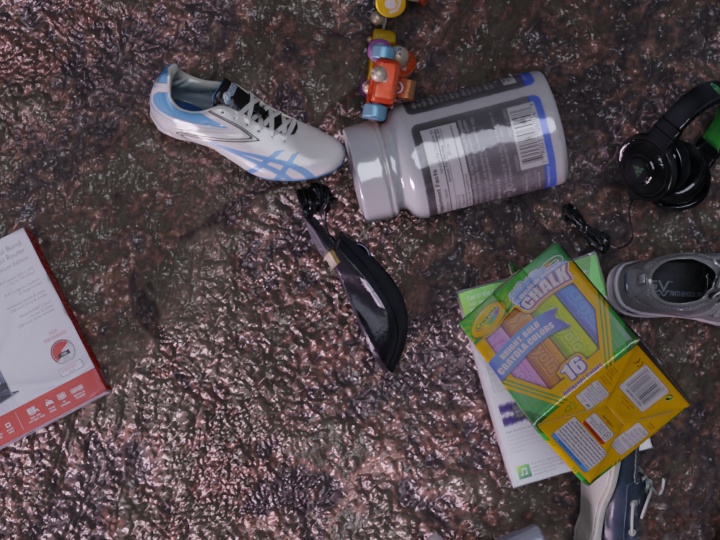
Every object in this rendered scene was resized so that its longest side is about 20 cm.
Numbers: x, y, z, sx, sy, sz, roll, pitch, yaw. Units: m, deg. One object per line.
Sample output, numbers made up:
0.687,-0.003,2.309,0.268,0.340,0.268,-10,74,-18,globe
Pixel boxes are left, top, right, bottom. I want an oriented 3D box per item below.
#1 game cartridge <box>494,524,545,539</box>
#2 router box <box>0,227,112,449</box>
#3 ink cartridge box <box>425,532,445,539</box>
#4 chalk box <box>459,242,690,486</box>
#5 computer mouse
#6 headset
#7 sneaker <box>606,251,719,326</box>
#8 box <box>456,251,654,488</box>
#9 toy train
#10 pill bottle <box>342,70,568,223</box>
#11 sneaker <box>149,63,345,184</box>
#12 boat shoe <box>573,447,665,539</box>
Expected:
0.145,0.355,1.714,0.133,0.040,0.200,-24,102,-4,game cartridge
-0.370,0.084,1.749,0.200,0.049,0.180,-28,87,-2,router box
0.079,0.377,1.744,0.161,0.050,0.200,-41,105,-3,ink cartridge box
0.183,0.071,1.658,0.124,0.124,0.200,-40,43,5,chalk box
0.000,0.000,1.711,0.046,0.140,0.200,-24,87,7,computer mouse
0.282,-0.104,1.744,0.094,0.123,0.200,43,105,27,headset
0.342,0.018,1.737,0.200,0.082,0.075,-5,86,-13,sneaker
0.188,0.097,1.761,0.144,0.036,0.200,-15,87,-2,box
0.038,-0.231,1.728,0.056,0.150,0.200,9,82,-5,toy train
0.090,-0.114,1.736,0.200,0.114,0.114,-14,86,-1,pill bottle
-0.109,-0.142,1.750,0.200,0.073,0.072,19,49,2,sneaker
0.245,0.217,1.712,0.062,0.075,0.200,1,107,-12,boat shoe
